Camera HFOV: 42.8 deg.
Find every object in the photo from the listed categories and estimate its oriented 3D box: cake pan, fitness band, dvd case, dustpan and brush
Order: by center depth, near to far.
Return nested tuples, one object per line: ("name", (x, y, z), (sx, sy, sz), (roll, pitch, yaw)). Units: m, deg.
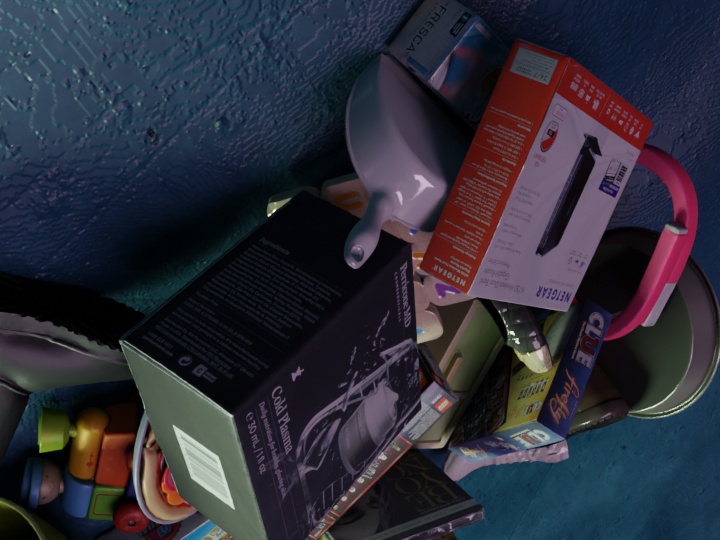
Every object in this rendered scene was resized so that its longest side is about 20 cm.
("dustpan and brush", (0.028, -0.067, 0.687), (0.140, 0.201, 0.057), (44, 120, -14))
("fitness band", (0.251, -0.027, 0.909), (0.037, 0.144, 0.203), (-3, 123, -37))
("dvd case", (0.013, 0.223, 0.939), (0.146, 0.200, 0.016), (-13, 111, -22))
("cake pan", (0.276, 0.057, 0.955), (0.036, 0.200, 0.203), (-9, 131, -39))

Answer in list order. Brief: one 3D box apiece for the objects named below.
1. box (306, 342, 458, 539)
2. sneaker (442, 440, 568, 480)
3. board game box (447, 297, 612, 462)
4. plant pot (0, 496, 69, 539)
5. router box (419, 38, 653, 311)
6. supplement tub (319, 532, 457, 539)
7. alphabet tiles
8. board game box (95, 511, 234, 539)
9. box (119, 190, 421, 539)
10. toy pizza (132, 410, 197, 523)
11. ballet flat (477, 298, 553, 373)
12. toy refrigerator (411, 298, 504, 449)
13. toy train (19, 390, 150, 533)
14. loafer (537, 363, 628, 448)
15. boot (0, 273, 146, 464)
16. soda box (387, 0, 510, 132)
("box", (-0.006, 0.146, 0.897), (0.040, 0.137, 0.200), (37, 102, -30))
("sneaker", (0.189, 0.199, 1.091), (0.199, 0.100, 0.075), (-35, 157, 0))
("board game box", (0.167, 0.117, 0.931), (0.034, 0.200, 0.137), (31, 66, -7))
("plant pot", (-0.308, 0.320, 0.844), (0.186, 0.188, 0.200), (-35, 152, -1))
("router box", (0.147, -0.064, 0.734), (0.199, 0.048, 0.182), (9, 107, -56))
("supplement tub", (0.043, 0.331, 1.041), (0.142, 0.201, 0.146), (-17, 134, -19))
("alphabet tiles", (0.000, 0.000, 0.807), (0.192, 0.015, 0.201), (-15, 132, 16))
("board game box", (-0.169, 0.314, 0.994), (0.146, 0.064, 0.201), (-33, 136, -4))
("box", (-0.057, 0.084, 0.725), (0.197, 0.123, 0.202), (-44, 144, -32))
("toy pizza", (-0.127, 0.133, 0.816), (0.200, 0.031, 0.203), (-49, 149, -41))
("ballet flat", (0.106, 0.018, 0.850), (0.057, 0.201, 0.066), (-39, 178, -10))
("toy refrigerator", (0.090, 0.095, 0.967), (0.075, 0.070, 0.202), (6, 123, -36))
("toy train", (-0.228, 0.136, 0.801), (0.114, 0.085, 0.202), (7, 123, -20))
("loafer", (0.203, 0.149, 0.994), (0.072, 0.072, 0.199), (1, 158, -39))
("boot", (-0.270, 0.096, 0.732), (0.198, 0.077, 0.170), (17, 113, -33))
("soda box", (0.113, -0.147, 0.775), (0.064, 0.069, 0.199), (-50, 135, 9))
